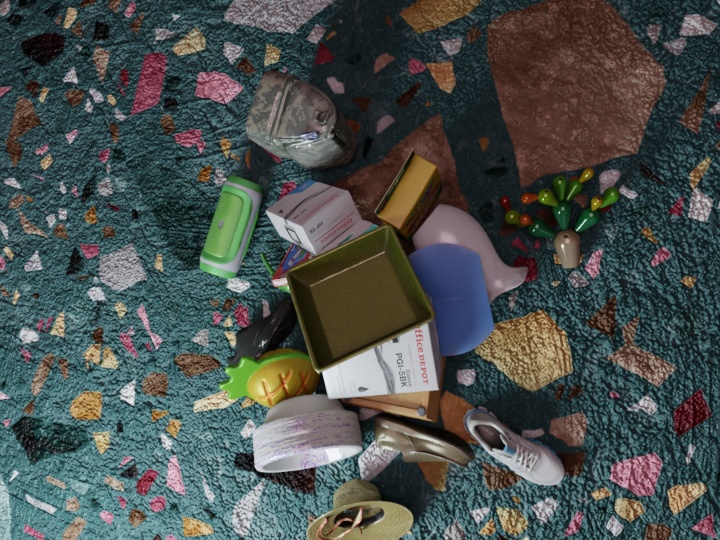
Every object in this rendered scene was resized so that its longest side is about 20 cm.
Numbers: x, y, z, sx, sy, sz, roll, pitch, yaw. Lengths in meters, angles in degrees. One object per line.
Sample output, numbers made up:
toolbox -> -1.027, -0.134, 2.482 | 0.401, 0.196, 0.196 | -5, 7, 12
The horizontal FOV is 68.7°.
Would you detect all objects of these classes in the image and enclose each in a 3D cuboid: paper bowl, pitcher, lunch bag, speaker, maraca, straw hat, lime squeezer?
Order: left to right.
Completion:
speaker -> -0.268, -0.089, 1.095 | 0.087, 0.088, 0.203 | 18, 90, 13
maraca -> -0.168, 0.207, 1.012 | 0.138, 0.197, 0.107 | -65, 34, 28
lime squeezer -> -0.144, 0.005, 1.019 | 0.198, 0.037, 0.072 | 7, 90, 43
paper bowl -> -0.099, 0.297, 0.973 | 0.198, 0.201, 0.106 | -18, 61, 11
lunch bag -> -0.100, -0.276, 1.010 | 0.166, 0.200, 0.141 | 18, 91, 15
straw hat -> -0.005, 0.444, 0.993 | 0.199, 0.202, 0.086 | -25, 38, 10
pitcher -> 0.179, -0.008, 0.977 | 0.200, 0.121, 0.172 | 41, 109, 1

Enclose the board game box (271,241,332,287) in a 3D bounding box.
board game box -> -0.089, -0.048, 1.001 | 0.102, 0.201, 0.020 | -10, 126, 25

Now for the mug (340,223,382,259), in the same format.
mug -> 0.009, -0.003, 1.003 | 0.151, 0.114, 0.186 | -36, 39, 10

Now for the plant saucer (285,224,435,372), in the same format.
plant saucer -> -0.003, 0.047, 0.844 | 0.198, 0.048, 0.201 | -24, 55, 1

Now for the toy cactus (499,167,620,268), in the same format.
toy cactus -> 0.363, -0.089, 0.957 | 0.197, 0.102, 0.168 | -13, 102, 9

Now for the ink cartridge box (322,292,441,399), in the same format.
ink cartridge box -> 0.032, 0.130, 0.905 | 0.197, 0.083, 0.149 | -8, 106, 13

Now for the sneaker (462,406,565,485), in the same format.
sneaker -> 0.271, 0.323, 0.940 | 0.198, 0.087, 0.076 | 29, 91, 12

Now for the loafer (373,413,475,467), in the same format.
loafer -> 0.115, 0.327, 0.986 | 0.197, 0.076, 0.069 | 14, 90, 24

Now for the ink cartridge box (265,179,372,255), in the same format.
ink cartridge box -> -0.080, -0.101, 0.986 | 0.115, 0.067, 0.199 | -39, 33, -18

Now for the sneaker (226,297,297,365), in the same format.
sneaker -> -0.206, 0.134, 1.074 | 0.090, 0.076, 0.201 | 35, 91, 21

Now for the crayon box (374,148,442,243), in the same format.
crayon box -> 0.091, -0.127, 0.952 | 0.050, 0.200, 0.128 | 32, 93, 13

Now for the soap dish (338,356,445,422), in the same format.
soap dish -> 0.057, 0.194, 1.001 | 0.197, 0.081, 0.160 | 8, 88, 15

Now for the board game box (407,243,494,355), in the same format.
board game box -> 0.146, 0.049, 0.935 | 0.156, 0.039, 0.203 | -12, 100, 13
